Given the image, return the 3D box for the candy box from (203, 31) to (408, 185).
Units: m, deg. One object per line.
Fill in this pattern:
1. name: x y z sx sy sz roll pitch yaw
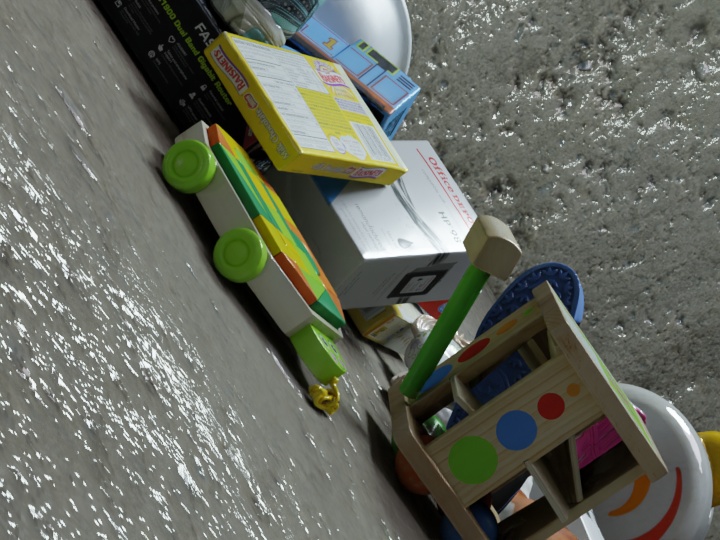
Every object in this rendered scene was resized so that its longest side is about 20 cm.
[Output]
1. candy box: -0.035 -0.111 1.349 0.103 0.026 0.200 56 18 14

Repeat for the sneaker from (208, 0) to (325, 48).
1. sneaker: -0.070 -0.222 1.426 0.078 0.086 0.200 54 5 -34

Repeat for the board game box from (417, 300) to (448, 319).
1. board game box: 0.018 -0.048 1.659 0.153 0.040 0.200 56 5 22

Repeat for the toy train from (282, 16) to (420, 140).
1. toy train: -0.053 -0.159 1.544 0.200 0.087 0.114 38 40 8

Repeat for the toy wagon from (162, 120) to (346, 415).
1. toy wagon: -0.054 -0.001 1.204 0.201 0.039 0.155 59 6 22

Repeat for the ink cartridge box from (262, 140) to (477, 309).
1. ink cartridge box: 0.024 -0.038 1.469 0.199 0.067 0.116 -5 55 -48

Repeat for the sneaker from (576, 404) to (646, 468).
1. sneaker: 0.179 0.106 1.628 0.088 0.081 0.200 50 -2 38

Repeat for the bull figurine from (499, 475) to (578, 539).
1. bull figurine: 0.143 0.222 1.464 0.122 0.065 0.200 51 8 -20

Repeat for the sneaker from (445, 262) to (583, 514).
1. sneaker: 0.116 0.093 1.435 0.070 0.201 0.078 24 -8 28

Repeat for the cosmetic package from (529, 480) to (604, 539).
1. cosmetic package: 0.190 0.262 1.578 0.083 0.050 0.201 41 25 -60

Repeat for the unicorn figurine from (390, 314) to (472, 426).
1. unicorn figurine: 0.069 0.101 1.532 0.137 0.074 0.200 44 9 -25

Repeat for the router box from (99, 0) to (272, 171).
1. router box: -0.125 -0.166 1.406 0.201 0.062 0.150 56 5 1

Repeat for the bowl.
1. bowl: -0.063 -0.199 1.654 0.202 0.201 0.090 56 33 -3

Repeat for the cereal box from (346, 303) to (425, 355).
1. cereal box: 0.000 0.000 1.640 0.144 0.039 0.200 57 5 14

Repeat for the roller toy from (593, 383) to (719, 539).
1. roller toy: 0.237 0.200 1.761 0.182 0.200 0.140 37 -2 19

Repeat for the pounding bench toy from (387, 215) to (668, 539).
1. pounding bench toy: 0.083 0.083 1.293 0.201 0.156 0.124 55 7 -11
